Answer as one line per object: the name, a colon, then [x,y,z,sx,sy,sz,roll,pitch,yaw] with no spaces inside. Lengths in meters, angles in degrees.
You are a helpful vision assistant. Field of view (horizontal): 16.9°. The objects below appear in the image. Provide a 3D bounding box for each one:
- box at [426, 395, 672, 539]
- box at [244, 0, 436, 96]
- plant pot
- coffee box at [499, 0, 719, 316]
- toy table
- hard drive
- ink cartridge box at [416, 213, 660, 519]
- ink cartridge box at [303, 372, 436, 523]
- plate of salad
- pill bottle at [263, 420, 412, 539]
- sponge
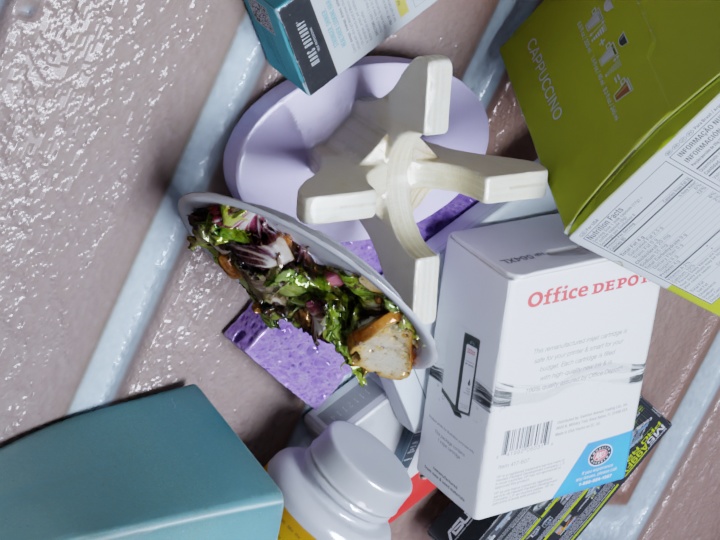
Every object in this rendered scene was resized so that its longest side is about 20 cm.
box: [0.158,0.170,2.001,0.200,0.044,0.160,-50,151,1]
box: [0.018,-0.209,1.592,0.200,0.049,0.082,-38,139,-14]
plant pot: [-0.181,0.185,1.656,0.199,0.141,0.142,-8,125,-30]
coffee box: [0.246,-0.119,1.673,0.197,0.200,0.200,24,124,-35]
toy table: [0.022,-0.069,1.628,0.199,0.117,0.185,-20,119,-23]
hard drive: [0.092,0.014,1.797,0.200,0.027,0.132,-37,132,-16]
ink cartridge box: [0.131,0.065,1.779,0.146,0.084,0.201,-11,121,-33]
ink cartridge box: [0.065,0.117,1.894,0.200,0.045,0.177,-37,138,-15]
plate of salad: [-0.040,0.016,1.597,0.048,0.200,0.200,-58,143,-16]
pill bottle: [-0.053,0.207,1.779,0.109,0.109,0.200,19,117,-48]
sponge: [0.000,0.000,1.754,0.200,0.030,0.112,-50,141,-1]
